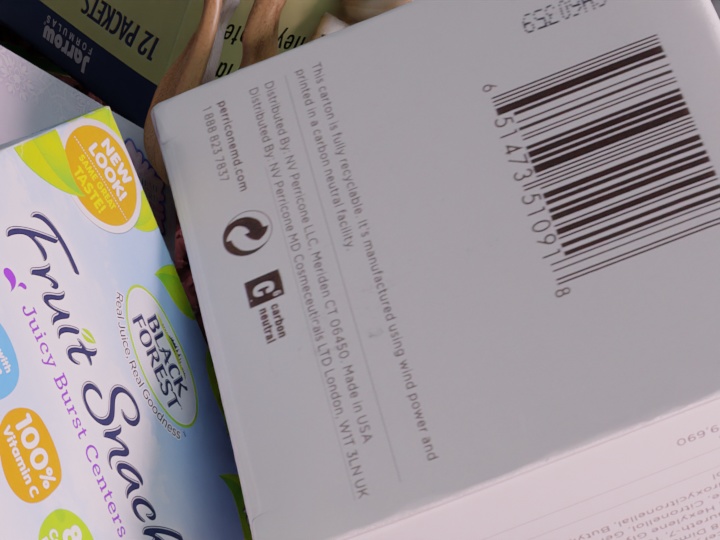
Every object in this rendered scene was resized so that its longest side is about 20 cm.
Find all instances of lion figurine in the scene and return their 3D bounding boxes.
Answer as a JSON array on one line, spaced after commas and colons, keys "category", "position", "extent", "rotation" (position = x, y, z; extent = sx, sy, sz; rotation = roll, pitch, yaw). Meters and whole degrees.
[{"category": "lion figurine", "position": [-0.042, -0.051, 0.869], "extent": [0.072, 0.123, 0.200], "rotation": [32, 2, 32]}]

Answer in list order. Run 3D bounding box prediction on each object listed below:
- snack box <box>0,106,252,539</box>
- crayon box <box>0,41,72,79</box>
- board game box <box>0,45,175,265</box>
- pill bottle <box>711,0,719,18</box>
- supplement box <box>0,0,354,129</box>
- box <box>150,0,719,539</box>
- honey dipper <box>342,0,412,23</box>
[{"category": "snack box", "position": [-0.121, 0.057, 0.688], "extent": [0.200, 0.067, 0.170], "rotation": [-35, 104, -58]}, {"category": "crayon box", "position": [-0.142, -0.194, 1.050], "extent": [0.126, 0.051, 0.201], "rotation": [8, 74, -40]}, {"category": "board game box", "position": [-0.144, 0.010, 0.780], "extent": [0.200, 0.041, 0.201], "rotation": [29, 49, -46]}, {"category": "pill bottle", "position": [0.209, -0.044, 1.140], "extent": [0.110, 0.111, 0.201], "rotation": [20, 46, -13]}, {"category": "supplement box", "position": [-0.024, -0.168, 0.976], "extent": [0.199, 0.201, 0.134], "rotation": [3, 25, -44]}, {"category": "box", "position": [0.054, 0.016, 0.760], "extent": [0.199, 0.131, 0.200], "rotation": [-21, 52, 6]}, {"category": "honey dipper", "position": [-0.024, -0.130, 0.861], "extent": [0.200, 0.038, 0.038], "rotation": [23, 37, -52]}]
